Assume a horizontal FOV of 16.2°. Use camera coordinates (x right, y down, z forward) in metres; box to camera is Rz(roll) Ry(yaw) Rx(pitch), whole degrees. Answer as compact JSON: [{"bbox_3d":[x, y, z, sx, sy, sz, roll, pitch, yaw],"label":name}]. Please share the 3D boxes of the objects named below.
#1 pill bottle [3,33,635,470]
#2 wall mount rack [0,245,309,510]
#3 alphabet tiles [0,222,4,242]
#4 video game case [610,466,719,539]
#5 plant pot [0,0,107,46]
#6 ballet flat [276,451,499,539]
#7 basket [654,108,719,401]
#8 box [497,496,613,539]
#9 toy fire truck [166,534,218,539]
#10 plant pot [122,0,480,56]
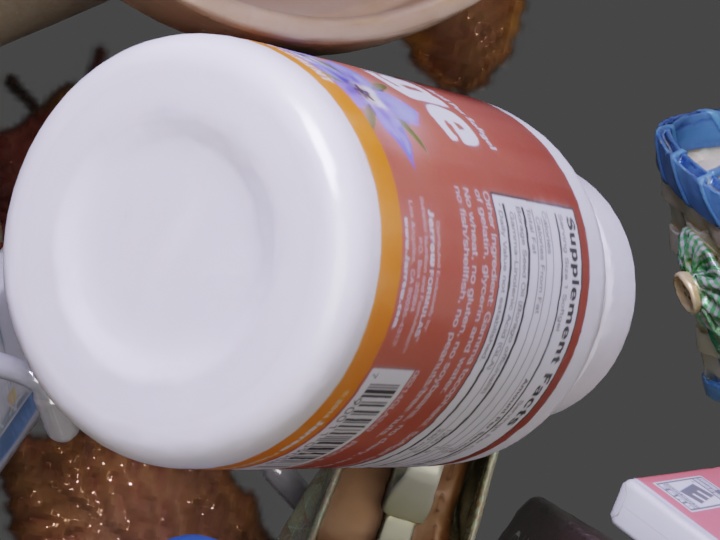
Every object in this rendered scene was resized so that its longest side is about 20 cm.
[{"bbox_3d":[0.000,0.000,0.720,0.112,0.200,0.112,-2,86,29],"label":"pill bottle"},{"bbox_3d":[-0.077,0.049,0.796,0.075,0.200,0.174,17,138,20],"label":"wall mount rack"},{"bbox_3d":[-0.211,-0.015,0.765,0.200,0.167,0.008,-10,64,-6],"label":"alphabet tiles"},{"bbox_3d":[0.192,0.101,0.809,0.200,0.143,0.017,-2,119,-47],"label":"video game case"},{"bbox_3d":[-0.201,-0.112,0.756,0.200,0.187,0.187,-31,100,8],"label":"plant pot"},{"bbox_3d":[0.008,0.085,0.837,0.067,0.062,0.200,17,78,-4],"label":"ballet flat"},{"bbox_3d":[0.177,-0.034,0.820,0.139,0.176,0.200,-2,105,-18],"label":"basket"},{"bbox_3d":[0.099,0.196,0.817,0.164,0.200,0.166,33,89,-11],"label":"box"},{"bbox_3d":[-0.052,0.138,0.689,0.200,0.112,0.168,-12,135,21],"label":"toy fire truck"},{"bbox_3d":[-0.036,-0.154,0.722,0.201,0.093,0.201,5,80,-29],"label":"plant pot"}]
